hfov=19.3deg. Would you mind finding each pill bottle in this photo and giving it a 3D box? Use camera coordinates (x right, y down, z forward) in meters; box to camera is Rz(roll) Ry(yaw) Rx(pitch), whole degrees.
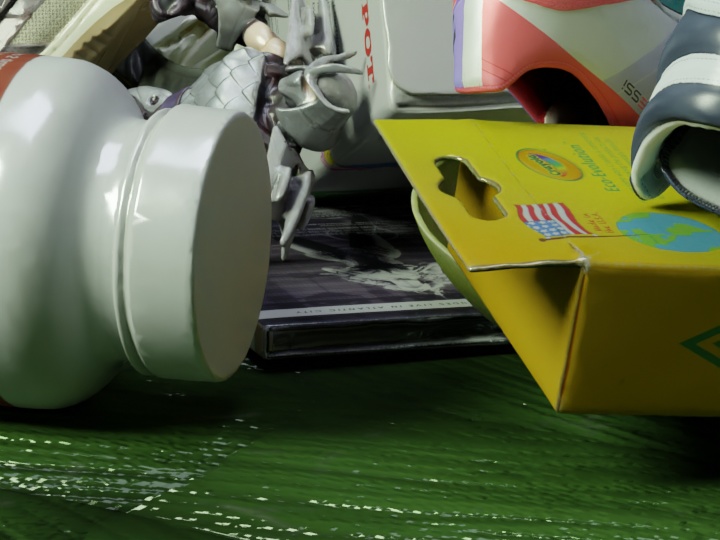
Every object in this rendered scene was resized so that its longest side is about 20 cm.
[{"bbox_3d":[-0.134,-0.015,0.680,0.198,0.113,0.112,4,14,14],"label":"pill bottle"}]

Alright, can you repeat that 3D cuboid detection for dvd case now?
[{"bbox_3d":[0.000,0.000,0.841,0.147,0.016,0.200,-3,13,-21],"label":"dvd case"}]

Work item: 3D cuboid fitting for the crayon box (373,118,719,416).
[{"bbox_3d":[0.109,-0.003,0.666,0.198,0.051,0.127,2,23,-14],"label":"crayon box"}]

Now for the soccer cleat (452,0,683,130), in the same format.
[{"bbox_3d":[0.100,-0.062,0.758,0.068,0.074,0.199,2,-19,43],"label":"soccer cleat"}]

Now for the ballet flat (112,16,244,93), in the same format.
[{"bbox_3d":[-0.076,-0.079,0.976,0.068,0.068,0.200,-42,26,-1],"label":"ballet flat"}]

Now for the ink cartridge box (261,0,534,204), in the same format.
[{"bbox_3d":[0.019,-0.116,0.877,0.083,0.146,0.200,-3,-8,-15],"label":"ink cartridge box"}]

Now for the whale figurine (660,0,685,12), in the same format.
[{"bbox_3d":[0.210,-0.083,0.869,0.199,0.161,0.104,-3,4,27],"label":"whale figurine"}]

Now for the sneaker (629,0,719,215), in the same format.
[{"bbox_3d":[0.139,-0.054,0.661,0.070,0.109,0.200,15,-8,25],"label":"sneaker"}]

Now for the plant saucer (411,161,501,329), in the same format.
[{"bbox_3d":[0.115,-0.001,0.770,0.198,0.031,0.200,7,22,-3],"label":"plant saucer"}]

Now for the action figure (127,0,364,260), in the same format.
[{"bbox_3d":[-0.082,-0.051,0.827,0.199,0.069,0.131,-13,43,32],"label":"action figure"}]

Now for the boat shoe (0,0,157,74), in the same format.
[{"bbox_3d":[-0.143,-0.107,0.937,0.065,0.200,0.072,47,7,9],"label":"boat shoe"}]
